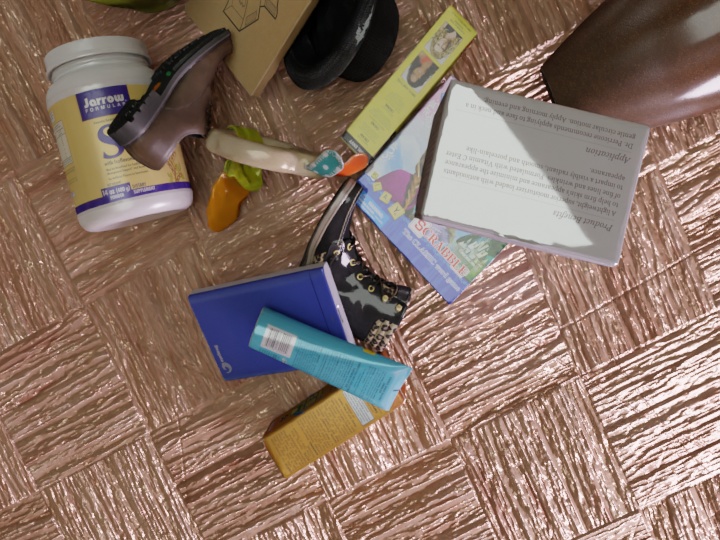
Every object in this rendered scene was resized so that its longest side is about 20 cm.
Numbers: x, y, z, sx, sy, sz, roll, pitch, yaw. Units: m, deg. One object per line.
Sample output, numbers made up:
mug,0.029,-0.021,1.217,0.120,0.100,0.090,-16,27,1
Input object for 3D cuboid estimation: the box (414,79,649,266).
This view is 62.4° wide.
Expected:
box,0.164,-0.098,0.638,0.192,0.200,0.135,14,96,1

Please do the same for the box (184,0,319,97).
box,-0.119,-0.344,0.708,0.165,0.021,0.201,51,118,16

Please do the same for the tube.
tube,-0.039,0.108,0.727,0.195,0.051,0.079,25,128,-2

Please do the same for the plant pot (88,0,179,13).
plant pot,-0.278,-0.392,0.681,0.193,0.193,0.208,1,97,5

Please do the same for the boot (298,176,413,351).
boot,0.000,0.000,0.756,0.147,0.073,0.204,26,112,0

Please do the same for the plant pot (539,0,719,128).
plant pot,0.314,-0.237,0.675,0.196,0.187,0.191,-25,95,19

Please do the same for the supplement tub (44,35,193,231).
supplement tub,-0.298,-0.163,0.733,0.140,0.145,0.207,-13,96,6

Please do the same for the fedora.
fedora,-0.012,-0.302,0.711,0.090,0.199,0.206,17,101,-41

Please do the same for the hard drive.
hard drive,-0.113,0.071,0.767,0.194,0.026,0.135,-11,113,19

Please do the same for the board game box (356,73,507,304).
board game box,0.115,-0.101,0.762,0.200,0.041,0.200,44,98,-2

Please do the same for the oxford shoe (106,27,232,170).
oxford shoe,-0.203,-0.200,0.693,0.085,0.071,0.203,47,62,-36

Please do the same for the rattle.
rattle,-0.099,-0.096,0.728,0.194,0.130,0.147,19,89,12

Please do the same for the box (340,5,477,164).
box,0.057,-0.224,0.737,0.050,0.075,0.201,40,97,-4

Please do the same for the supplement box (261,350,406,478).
supplement box,-0.035,0.191,0.795,0.197,0.067,0.070,-36,93,7
